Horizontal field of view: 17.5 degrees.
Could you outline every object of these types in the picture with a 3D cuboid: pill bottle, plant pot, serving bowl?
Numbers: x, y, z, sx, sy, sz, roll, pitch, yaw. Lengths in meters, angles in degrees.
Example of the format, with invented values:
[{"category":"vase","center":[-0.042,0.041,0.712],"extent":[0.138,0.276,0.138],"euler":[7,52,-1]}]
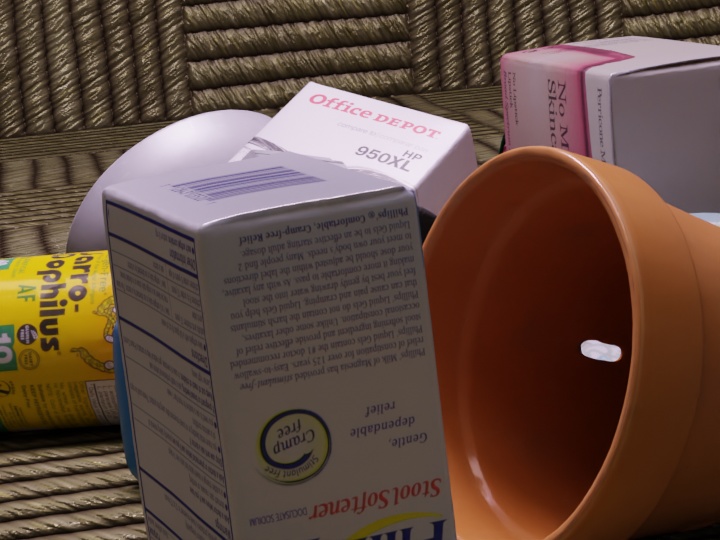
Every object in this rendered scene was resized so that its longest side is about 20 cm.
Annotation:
[{"category":"pill bottle","center":[-0.153,0.043,1.498],"extent":[0.200,0.113,0.113],"euler":[-4,10,7]},{"category":"plant pot","center":[0.127,0.048,1.139],"extent":[0.140,0.200,0.200],"euler":[8,2,-30]},{"category":"serving bowl","center":[-0.115,-0.021,1.740],"extent":[0.200,0.200,0.066],"euler":[-12,47,-33]}]

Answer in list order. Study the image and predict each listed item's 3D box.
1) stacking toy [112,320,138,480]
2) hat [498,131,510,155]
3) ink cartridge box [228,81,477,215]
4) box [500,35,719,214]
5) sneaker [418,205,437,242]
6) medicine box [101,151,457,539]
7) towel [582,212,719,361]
[{"category":"stacking toy","center":[-0.050,0.056,1.392],"extent":[0.116,0.110,0.200],"euler":[-1,8,27]},{"category":"hat","center":[0.163,-0.034,1.789],"extent":[0.166,0.200,0.176],"euler":[-48,11,37]},{"category":"ink cartridge box","center":[-0.028,-0.032,1.631],"extent":[0.144,0.084,0.200],"euler":[18,48,30]},{"category":"box","center":[0.181,-0.085,1.574],"extent":[0.109,0.128,0.200],"euler":[-9,10,-15]},{"category":"sneaker","center":[0.000,0.000,1.451],"extent":[0.115,0.076,0.201],"euler":[33,-16,26]},{"category":"medicine box","center":[-0.040,0.057,1.083],"extent":[0.103,0.200,0.182],"euler":[-11,11,-18]},{"category":"towel","center":[0.178,0.035,1.401],"extent":[0.200,0.048,0.171],"euler":[-9,37,-16]}]
